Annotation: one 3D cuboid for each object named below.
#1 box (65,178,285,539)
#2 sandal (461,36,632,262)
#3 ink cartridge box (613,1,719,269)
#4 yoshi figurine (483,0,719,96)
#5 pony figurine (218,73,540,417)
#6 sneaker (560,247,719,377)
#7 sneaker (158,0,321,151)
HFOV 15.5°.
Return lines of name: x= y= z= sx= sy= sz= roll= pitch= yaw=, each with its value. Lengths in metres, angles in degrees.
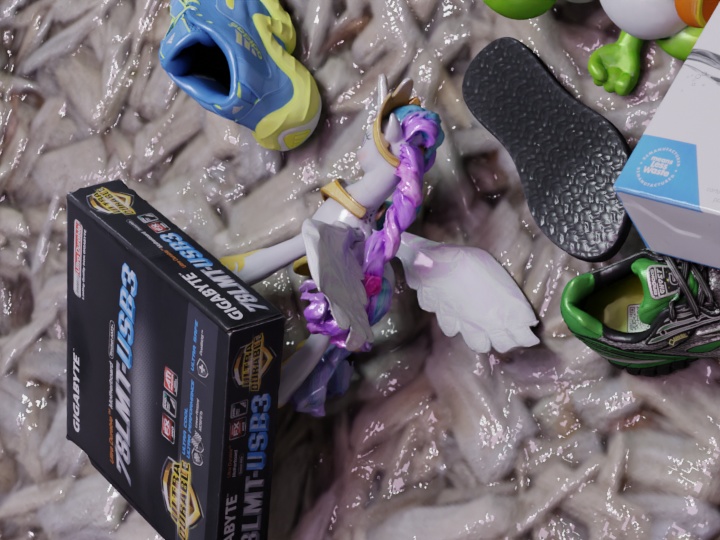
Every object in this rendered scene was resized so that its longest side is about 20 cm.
box: x=-0.127 y=0.071 z=1.733 sx=0.198 sy=0.049 sz=0.201 roll=38 pitch=133 yaw=42
sandal: x=0.127 y=-0.076 z=1.659 sx=0.075 sy=0.045 sz=0.200 roll=-45 pitch=42 yaw=14
ink cartridge box: x=0.244 y=-0.097 z=1.509 sx=0.116 sy=0.068 sz=0.201 roll=16 pitch=65 yaw=37
yoshi figurine: x=0.145 y=-0.170 z=1.623 sx=0.200 sy=0.112 sz=0.113 roll=31 pitch=104 yaw=40
pony figurine: x=0.000 y=0.000 z=1.679 sx=0.200 sy=0.166 sz=0.194 roll=-49 pitch=46 yaw=36
sneaker: x=0.207 y=0.019 z=1.542 sx=0.199 sy=0.085 sz=0.079 roll=-16 pitch=70 yaw=33
sneaker: x=-0.100 y=-0.172 z=1.806 sx=0.076 sy=0.105 sz=0.200 roll=-45 pitch=57 yaw=19
